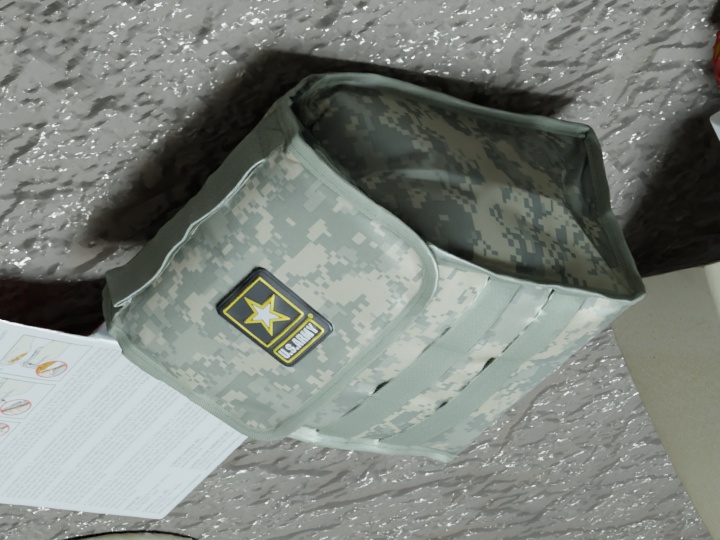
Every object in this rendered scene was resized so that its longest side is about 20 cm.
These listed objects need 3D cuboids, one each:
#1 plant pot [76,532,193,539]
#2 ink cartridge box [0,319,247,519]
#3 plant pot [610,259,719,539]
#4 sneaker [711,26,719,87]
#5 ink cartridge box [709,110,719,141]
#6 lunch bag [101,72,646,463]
[{"bbox_3d":[-0.151,0.279,1.643,0.200,0.184,0.201,-15,153,-8],"label":"plant pot"},{"bbox_3d":[-0.145,0.059,1.406,0.199,0.050,0.162,12,141,-33],"label":"ink cartridge box"},{"bbox_3d":[0.257,0.067,1.443,0.199,0.178,0.200,-13,178,-12],"label":"plant pot"},{"bbox_3d":[0.237,-0.131,1.259,0.077,0.073,0.200,2,149,-47],"label":"sneaker"},{"bbox_3d":[0.236,-0.063,1.304,0.117,0.067,0.200,-31,-165,-3],"label":"ink cartridge box"},{"bbox_3d":[0.000,0.000,1.303,0.199,0.118,0.164,11,141,-35],"label":"lunch bag"}]
